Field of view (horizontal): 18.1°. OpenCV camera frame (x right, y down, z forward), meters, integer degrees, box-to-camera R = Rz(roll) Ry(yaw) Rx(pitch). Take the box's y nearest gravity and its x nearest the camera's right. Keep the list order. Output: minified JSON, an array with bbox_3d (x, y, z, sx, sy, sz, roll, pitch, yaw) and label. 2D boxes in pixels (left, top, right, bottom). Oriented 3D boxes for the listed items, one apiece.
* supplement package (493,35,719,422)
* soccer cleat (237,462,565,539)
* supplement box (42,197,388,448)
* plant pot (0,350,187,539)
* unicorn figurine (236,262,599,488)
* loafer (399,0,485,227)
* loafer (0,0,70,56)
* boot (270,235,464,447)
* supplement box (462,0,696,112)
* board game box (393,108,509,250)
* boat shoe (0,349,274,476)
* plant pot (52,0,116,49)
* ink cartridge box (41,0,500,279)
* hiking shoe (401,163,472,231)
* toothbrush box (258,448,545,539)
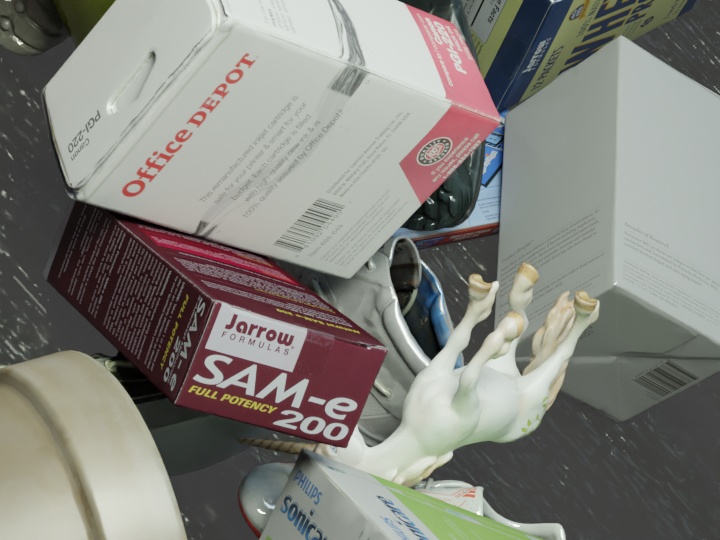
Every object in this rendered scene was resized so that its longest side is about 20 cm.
[{"bbox_3d":[0.171,-0.027,1.488,0.119,0.121,0.201,27,51,-28],"label":"supplement package"},{"bbox_3d":[0.025,0.142,1.268,0.199,0.085,0.069,24,45,-27],"label":"soccer cleat"},{"bbox_3d":[-0.082,0.022,1.205,0.108,0.061,0.200,17,9,-31],"label":"supplement box"},{"bbox_3d":[-0.188,0.152,1.011,0.172,0.200,0.201,-12,66,-28],"label":"plant pot"},{"bbox_3d":[0.054,0.065,1.242,0.199,0.138,0.074,7,30,-40],"label":"unicorn figurine"},{"bbox_3d":[0.054,-0.115,1.488,0.072,0.072,0.201,46,37,-60],"label":"loafer"},{"bbox_3d":[-0.238,-0.215,1.339,0.200,0.070,0.070,51,34,-8],"label":"loafer"},{"bbox_3d":[0.000,0.000,1.352,0.073,0.096,0.201,-7,64,-45],"label":"boot"},{"bbox_3d":[0.126,-0.256,1.582,0.199,0.134,0.200,-29,72,-27],"label":"supplement box"},{"bbox_3d":[0.046,-0.066,1.508,0.199,0.019,0.103,-11,67,-46],"label":"board game box"},{"bbox_3d":[-0.123,0.069,1.205,0.199,0.071,0.064,-1,57,-44],"label":"boat shoe"},{"bbox_3d":[-0.096,-0.158,1.307,0.186,0.201,0.188,-5,38,4],"label":"plant pot"},{"bbox_3d":[-0.049,-0.088,1.219,0.199,0.146,0.085,15,41,-41],"label":"ink cartridge box"},{"bbox_3d":[0.005,-0.099,1.400,0.200,0.075,0.086,40,37,26],"label":"hiking shoe"},{"bbox_3d":[0.058,0.182,1.172,0.199,0.087,0.146,24,5,-26],"label":"toothbrush box"}]
